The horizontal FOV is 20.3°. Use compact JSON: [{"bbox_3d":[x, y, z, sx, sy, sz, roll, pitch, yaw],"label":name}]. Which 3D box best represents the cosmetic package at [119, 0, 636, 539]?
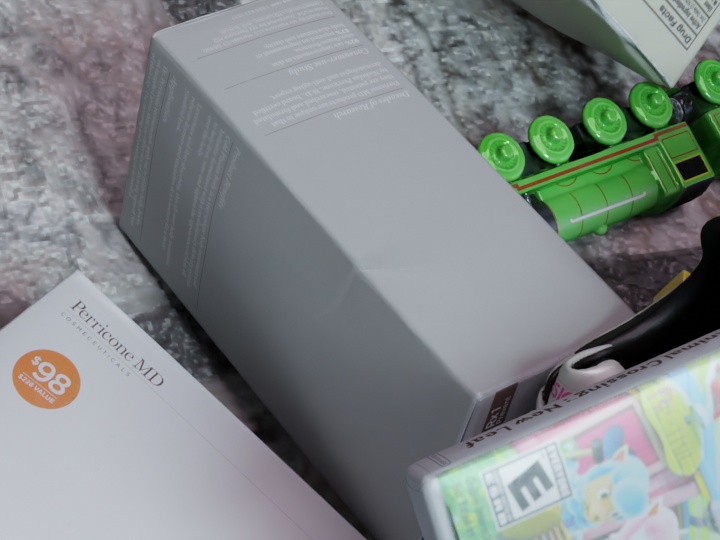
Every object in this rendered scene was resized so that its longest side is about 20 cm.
[{"bbox_3d":[0.000,0.000,0.738,0.090,0.107,0.200,-24,59,-35],"label":"cosmetic package"}]

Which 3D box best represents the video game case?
[{"bbox_3d":[0.124,0.118,0.625,0.181,0.022,0.201,-22,105,-15],"label":"video game case"}]

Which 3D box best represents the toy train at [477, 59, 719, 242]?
[{"bbox_3d":[0.122,-0.051,0.891,0.199,0.042,0.057,-21,78,-33],"label":"toy train"}]

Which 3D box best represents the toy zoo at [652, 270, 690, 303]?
[{"bbox_3d":[0.174,0.077,0.771,0.200,0.020,0.131,37,26,-19],"label":"toy zoo"}]

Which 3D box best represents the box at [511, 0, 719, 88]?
[{"bbox_3d":[0.129,-0.205,0.865,0.109,0.201,0.128,36,0,40],"label":"box"}]

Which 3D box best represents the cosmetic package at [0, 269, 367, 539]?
[{"bbox_3d":[-0.081,0.116,0.682,0.200,0.052,0.151,42,49,7],"label":"cosmetic package"}]

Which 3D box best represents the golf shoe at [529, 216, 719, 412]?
[{"bbox_3d":[0.074,0.066,0.655,0.200,0.073,0.092,-45,123,-4],"label":"golf shoe"}]
